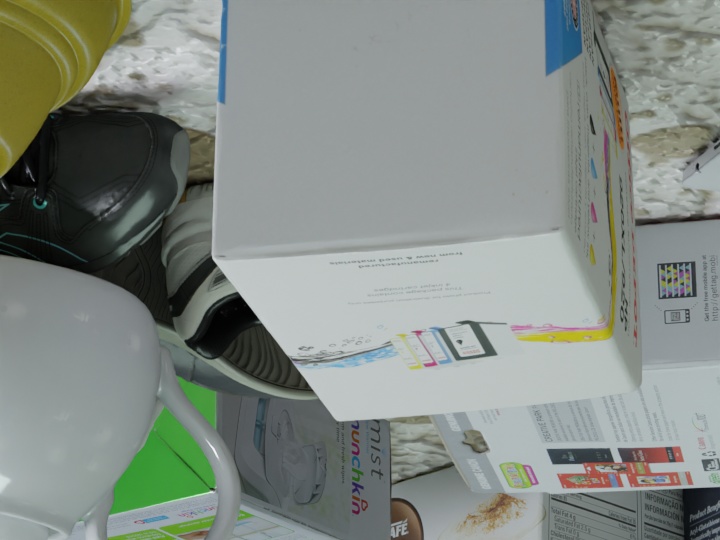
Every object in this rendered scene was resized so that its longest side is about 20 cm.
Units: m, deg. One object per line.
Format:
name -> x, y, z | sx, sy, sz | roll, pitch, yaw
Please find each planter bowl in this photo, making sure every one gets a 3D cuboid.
planter bowl -> -0.197, -0.080, 1.190 | 0.199, 0.084, 0.201 | 0, 158, 0

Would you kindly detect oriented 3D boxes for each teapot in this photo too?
teapot -> -0.186, 0.078, 1.331 | 0.199, 0.147, 0.197 | -2, 165, 30

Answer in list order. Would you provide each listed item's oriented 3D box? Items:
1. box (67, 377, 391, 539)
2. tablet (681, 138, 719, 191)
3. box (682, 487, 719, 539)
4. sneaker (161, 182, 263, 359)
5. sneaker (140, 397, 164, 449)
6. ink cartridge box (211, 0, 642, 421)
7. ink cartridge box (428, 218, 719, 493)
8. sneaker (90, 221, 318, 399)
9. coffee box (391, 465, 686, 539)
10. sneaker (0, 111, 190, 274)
box -> -0.109, 0.130, 1.704 | 0.199, 0.097, 0.176 | -15, 154, 34
tablet -> 0.268, -0.051, 1.353 | 0.199, 0.014, 0.130 | 8, 157, -18
box -> 0.290, 0.216, 1.773 | 0.147, 0.201, 0.104 | 11, 156, -23
sneaker -> 0.000, 0.000, 1.386 | 0.199, 0.088, 0.076 | -8, 155, 17
sneaker -> -0.199, 0.047, 1.541 | 0.199, 0.089, 0.075 | 16, 123, 7
ink cartridge box -> 0.034, -0.040, 1.203 | 0.144, 0.148, 0.200 | -5, 158, 13
ink cartridge box -> 0.128, 0.051, 1.516 | 0.175, 0.084, 0.200 | -4, 158, 10
sneaker -> -0.109, 0.021, 1.477 | 0.199, 0.075, 0.106 | 24, 155, -27
coffee box -> 0.117, 0.242, 1.845 | 0.200, 0.199, 0.199 | 20, 152, -37
sneaker -> -0.172, -0.037, 1.311 | 0.199, 0.076, 0.079 | -12, 153, 28
